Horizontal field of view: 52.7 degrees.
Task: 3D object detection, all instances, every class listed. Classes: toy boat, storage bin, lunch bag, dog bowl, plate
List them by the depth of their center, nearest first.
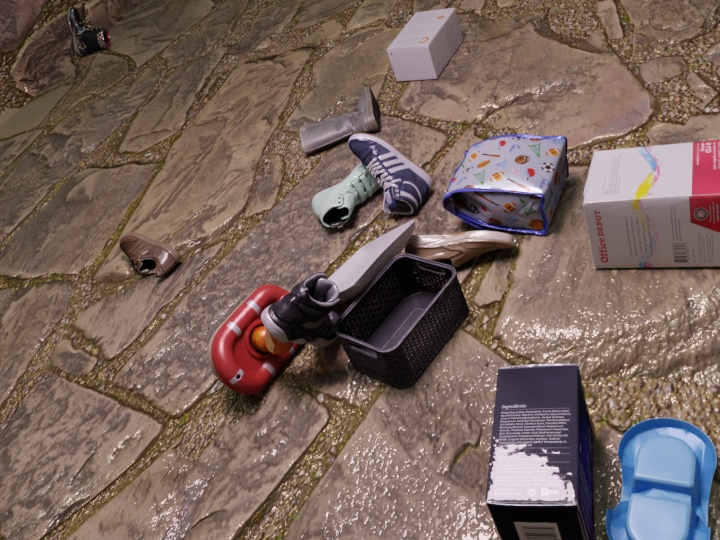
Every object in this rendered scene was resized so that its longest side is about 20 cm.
[{"bbox_3d":[0.360,0.272,0.865,0.111,0.050,0.200,2,45,30],"label":"dog bowl"},{"bbox_3d":[0.070,0.080,1.207,0.135,0.094,0.200,18,55,40],"label":"storage bin"},{"bbox_3d":[-0.160,0.119,1.240,0.131,0.131,0.200,-6,38,55],"label":"toy boat"},{"bbox_3d":[0.000,0.000,1.321,0.200,0.032,0.199,-46,11,-32],"label":"plate"},{"bbox_3d":[0.270,-0.164,1.359,0.199,0.124,0.170,9,50,26],"label":"lunch bag"}]

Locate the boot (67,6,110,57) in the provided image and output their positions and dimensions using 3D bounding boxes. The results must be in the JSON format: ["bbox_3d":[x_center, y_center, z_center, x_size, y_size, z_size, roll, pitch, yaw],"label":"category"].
[{"bbox_3d":[-1.139,-1.014,3.057,0.153,0.204,0.073,-8,6,15],"label":"boot"}]

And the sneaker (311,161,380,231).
[{"bbox_3d":[-0.005,-0.158,1.534,0.200,0.074,0.118,-33,31,6],"label":"sneaker"}]

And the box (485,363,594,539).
[{"bbox_3d":[0.227,0.237,0.897,0.104,0.148,0.200,-6,42,22],"label":"box"}]

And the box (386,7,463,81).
[{"bbox_3d":[0.174,-0.599,1.930,0.124,0.098,0.200,6,47,32],"label":"box"}]

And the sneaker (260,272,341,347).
[{"bbox_3d":[-0.065,0.065,1.197,0.114,0.200,0.076,-42,66,21],"label":"sneaker"}]

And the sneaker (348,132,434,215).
[{"bbox_3d":[0.047,-0.191,1.481,0.109,0.200,0.070,-61,7,-29],"label":"sneaker"}]

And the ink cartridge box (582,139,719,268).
[{"bbox_3d":[0.470,-0.102,1.159,0.199,0.146,0.145,-1,44,27],"label":"ink cartridge box"}]

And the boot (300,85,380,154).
[{"bbox_3d":[-0.053,-0.376,1.830,0.199,0.073,0.182,-20,36,17],"label":"boot"}]

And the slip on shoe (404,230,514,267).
[{"bbox_3d":[0.177,-0.036,1.314,0.199,0.076,0.061,-2,83,15],"label":"slip on shoe"}]

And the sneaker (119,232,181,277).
[{"bbox_3d":[-0.501,-0.034,1.662,0.199,0.071,0.076,11,51,37],"label":"sneaker"}]
